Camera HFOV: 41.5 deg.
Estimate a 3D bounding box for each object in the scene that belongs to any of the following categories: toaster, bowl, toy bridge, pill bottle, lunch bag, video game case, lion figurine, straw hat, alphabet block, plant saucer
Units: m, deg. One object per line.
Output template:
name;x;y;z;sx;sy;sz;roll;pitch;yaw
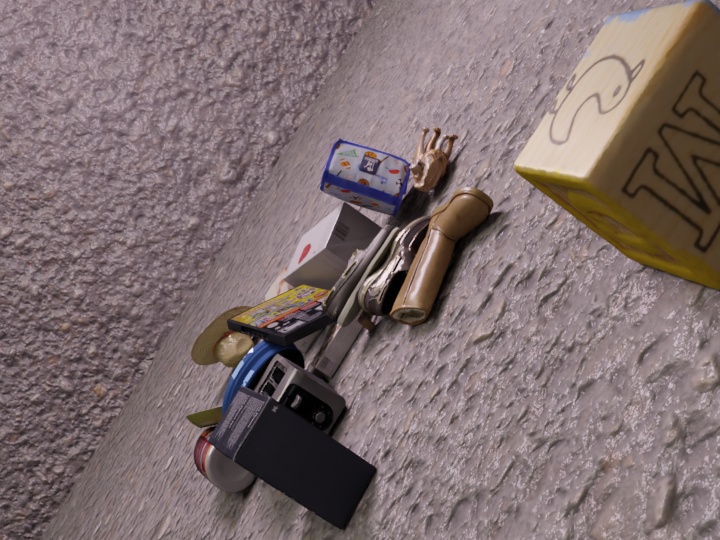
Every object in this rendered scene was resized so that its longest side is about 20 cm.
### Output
toaster;-0.129;0.256;1.661;0.182;0.118;0.200;-57;16;-4
bowl;-0.178;0.222;1.794;0.200;0.039;0.203;-40;-36;-37
toy bridge;0.058;0.014;1.722;0.202;0.027;0.067;-56;16;2
pill bottle;-0.272;0.367;1.884;0.111;0.109;0.199;-60;17;-12
lunch bag;0.011;-0.183;1.881;0.200;0.167;0.126;-70;-2;-74
video game case;-0.127;0.083;1.824;0.198;0.026;0.179;-25;24;-38
lion figurine;0.137;-0.217;1.873;0.200;0.071;0.124;-82;13;-84
straw hat;-0.313;0.191;2.353;0.085;0.200;0.202;46;107;30
alphabet block;0.310;-0.128;0.970;0.202;0.195;0.195;-56;15;0
plant saucer;-0.252;0.285;1.914;0.199;0.197;0.032;-28;73;59

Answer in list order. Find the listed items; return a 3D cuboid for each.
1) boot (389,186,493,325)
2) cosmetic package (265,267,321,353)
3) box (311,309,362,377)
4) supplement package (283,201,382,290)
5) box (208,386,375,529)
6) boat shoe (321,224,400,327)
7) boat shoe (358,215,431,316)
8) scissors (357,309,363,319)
boot;0.131;-0.019;1.524;0.202;0.065;0.175;-65;10;-22
cosmetic package;-0.142;0.082;2.043;0.088;0.103;0.200;-53;18;13
box;-0.021;0.102;1.768;0.202;0.041;0.039;-59;17;-2
supplement package;-0.053;-0.028;1.954;0.199;0.119;0.123;-34;29;54
box;-0.107;0.275;1.419;0.105;0.199;0.182;-58;16;-13
boat shoe;0.000;0.000;1.682;0.203;0.060;0.072;-58;-20;7
boat shoe;0.081;0.000;1.639;0.201;0.074;0.073;-54;42;-2
scissors;0.052;-0.002;1.694;0.202;0.014;0.073;-60;16;-14
